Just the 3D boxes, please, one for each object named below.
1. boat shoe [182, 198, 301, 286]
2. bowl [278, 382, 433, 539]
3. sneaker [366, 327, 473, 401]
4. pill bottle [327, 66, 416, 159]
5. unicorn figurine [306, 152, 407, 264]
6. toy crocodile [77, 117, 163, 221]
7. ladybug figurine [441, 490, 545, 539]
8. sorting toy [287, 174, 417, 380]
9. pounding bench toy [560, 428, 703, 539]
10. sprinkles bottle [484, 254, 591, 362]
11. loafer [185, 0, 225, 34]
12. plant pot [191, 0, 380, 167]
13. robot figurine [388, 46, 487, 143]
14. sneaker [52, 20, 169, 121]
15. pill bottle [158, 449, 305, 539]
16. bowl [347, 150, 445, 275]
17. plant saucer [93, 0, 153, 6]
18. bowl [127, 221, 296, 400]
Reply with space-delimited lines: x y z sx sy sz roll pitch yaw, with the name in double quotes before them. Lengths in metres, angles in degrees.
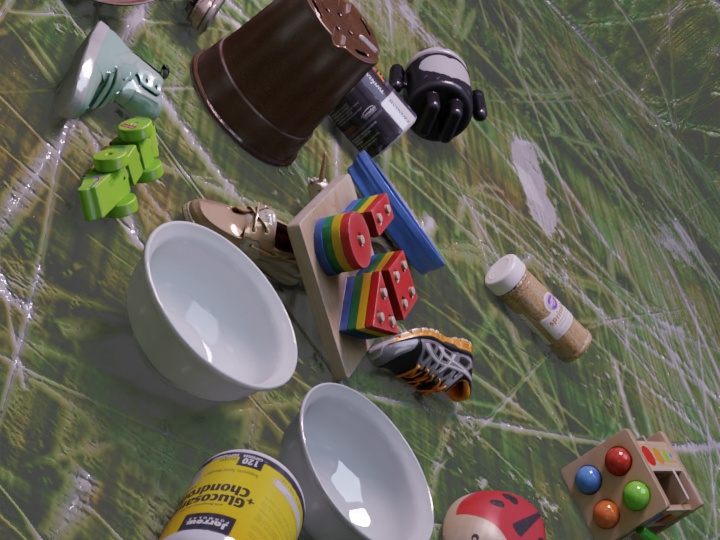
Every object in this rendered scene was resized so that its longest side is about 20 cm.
"boat shoe" -0.125 -0.047 1.583 0.199 0.069 0.074 25 36 -45
"bowl" -0.020 0.226 1.378 0.201 0.090 0.202 39 27 -25
"sneaker" 0.086 0.124 1.719 0.199 0.078 0.078 11 64 -46
"pill bottle" -0.014 -0.275 2.029 0.200 0.106 0.106 48 25 -9
"unicorn figurine" -0.014 -0.053 1.796 0.138 0.073 0.200 63 11 24
"toy crocodile" -0.264 -0.112 1.444 0.201 0.061 0.068 -67 151 -56
"ladybug figurine" 0.169 0.324 1.595 0.136 0.072 0.200 55 25 8
"sorting toy" 0.000 0.000 1.635 0.199 0.069 0.202 -51 127 -62
"pounding bench toy" 0.406 0.347 1.907 0.155 0.124 0.201 12 46 -54
"sprinkles bottle" 0.289 0.063 2.149 0.200 0.068 0.068 44 26 -19
"loafer" -0.225 -0.389 1.877 0.063 0.072 0.200 32 22 -10
"plant pot" -0.091 -0.279 1.796 0.200 0.198 0.201 40 27 -26
"robot figurine" 0.134 -0.307 2.299 0.151 0.124 0.201 52 22 -30
"sneaker" -0.278 -0.209 1.520 0.118 0.074 0.201 36 26 -18
"pill bottle" -0.122 0.251 1.145 0.112 0.112 0.200 47 25 -10
"bowl" 0.048 -0.079 1.887 0.201 0.039 0.201 54 4 -6
"plant saucer" -0.314 -0.412 1.687 0.198 0.037 0.202 7 62 -14
"bowl" -0.165 0.057 1.335 0.201 0.090 0.202 39 29 -26
